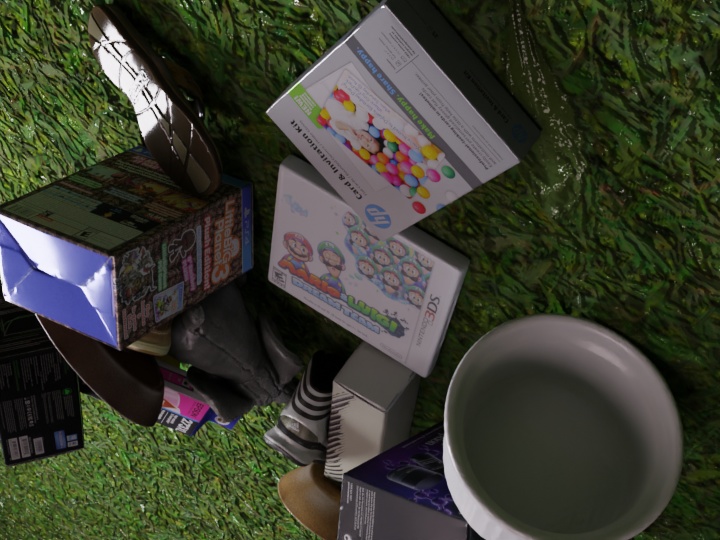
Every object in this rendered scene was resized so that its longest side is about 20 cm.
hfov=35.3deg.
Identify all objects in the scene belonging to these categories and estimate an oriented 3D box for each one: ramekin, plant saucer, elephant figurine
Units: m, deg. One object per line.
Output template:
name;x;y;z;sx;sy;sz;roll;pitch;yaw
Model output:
ramekin;0.162;0.148;0.955;0.199;0.201;0.098;31;154;12
plant saucer;-0.265;0.072;1.170;0.201;0.034;0.200;52;-179;-2
plant saucer;0.002;0.270;1.303;0.198;0.200;0.036;27;102;18
elephant figurine;-0.126;0.095;1.235;0.141;0.156;0.201;-28;110;38

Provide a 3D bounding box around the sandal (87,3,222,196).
sandal;-0.184;-0.165;1.062;0.201;0.054;0.082;55;140;3

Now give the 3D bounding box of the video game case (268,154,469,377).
video game case;0.000;0.000;1.091;0.198;0.024;0.183;31;145;14

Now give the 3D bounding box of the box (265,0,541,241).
box;0.028;-0.120;0.912;0.156;0.041;0.199;48;147;-11

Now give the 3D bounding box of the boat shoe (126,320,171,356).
boat shoe;-0.226;0.022;1.157;0.072;0.064;0.201;16;-163;-19

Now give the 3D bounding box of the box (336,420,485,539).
box;0.092;0.219;1.090;0.140;0.199;0.080;16;109;32

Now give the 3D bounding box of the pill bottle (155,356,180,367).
pill bottle;-0.269;0.065;1.349;0.110;0.111;0.201;31;145;13

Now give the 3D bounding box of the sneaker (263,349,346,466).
sneaker;-0.041;0.151;1.266;0.075;0.116;0.200;33;180;6

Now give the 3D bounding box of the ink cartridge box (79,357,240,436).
ink cartridge box;-0.231;0.143;1.315;0.198;0.037;0.095;22;143;-13

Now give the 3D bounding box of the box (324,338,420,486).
box;0.012;0.162;1.217;0.068;0.082;0.201;28;143;17

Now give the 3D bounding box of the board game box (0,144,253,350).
board game box;-0.225;-0.030;1.101;0.158;0.199;0.098;19;122;28

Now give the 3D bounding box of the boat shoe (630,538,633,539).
boat shoe;0.207;0.222;1.078;0.071;0.067;0.201;-18;133;30

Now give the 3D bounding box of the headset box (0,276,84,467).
headset box;-0.379;0.081;1.273;0.201;0.091;0.176;-119;26;-43
